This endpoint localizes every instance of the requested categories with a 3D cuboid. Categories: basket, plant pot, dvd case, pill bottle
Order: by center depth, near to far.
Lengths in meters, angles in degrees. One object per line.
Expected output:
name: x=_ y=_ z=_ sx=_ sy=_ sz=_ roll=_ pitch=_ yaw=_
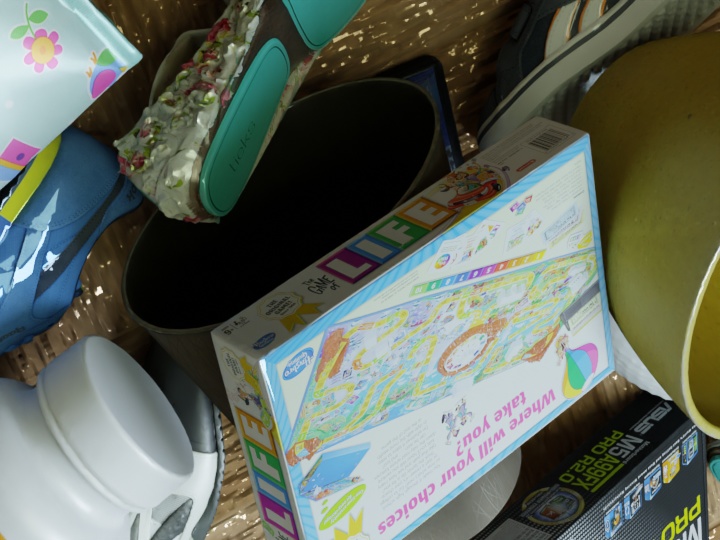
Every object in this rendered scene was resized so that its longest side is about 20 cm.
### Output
pill bottle: x=-0.180 y=0.122 z=0.784 sx=0.199 sy=0.111 sz=0.111 roll=-37 pitch=124 yaw=9
basket: x=-0.003 y=0.039 z=0.826 sx=0.180 sy=0.135 sz=0.201 roll=-44 pitch=129 yaw=-24
plant pot: x=0.181 y=-0.039 z=0.826 sx=0.199 sy=0.142 sz=0.202 roll=-26 pitch=136 yaw=-28
dvd case: x=0.000 y=0.000 z=0.897 sx=0.142 sy=0.018 sz=0.202 roll=-24 pitch=120 yaw=-16

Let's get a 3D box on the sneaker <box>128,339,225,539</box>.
sneaker: x=-0.127 y=0.123 z=0.856 sx=0.088 sy=0.074 sz=0.202 roll=4 pitch=110 yaw=-30

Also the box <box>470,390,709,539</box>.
box: x=0.139 y=0.189 z=0.991 sx=0.199 sy=0.044 sz=0.162 roll=-32 pitch=125 yaw=-39

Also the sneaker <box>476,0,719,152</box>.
sneaker: x=0.126 y=-0.140 z=0.868 sx=0.200 sy=0.080 sz=0.078 roll=-43 pitch=156 yaw=25

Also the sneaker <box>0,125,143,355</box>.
sneaker: x=-0.179 y=0.023 z=0.790 sx=0.078 sy=0.066 sz=0.201 roll=36 pitch=93 yaw=-34

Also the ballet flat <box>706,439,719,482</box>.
ballet flat: x=0.291 y=0.139 z=1.087 sx=0.200 sy=0.067 sz=0.064 roll=39 pitch=65 yaw=-34

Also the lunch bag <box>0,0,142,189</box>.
lunch bag: x=-0.220 y=-0.110 z=0.677 sx=0.170 sy=0.122 sz=0.200 roll=-45 pitch=129 yaw=1

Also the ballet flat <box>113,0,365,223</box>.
ballet flat: x=-0.053 y=-0.113 z=0.784 sx=0.201 sy=0.063 sz=0.076 roll=-59 pitch=150 yaw=-22

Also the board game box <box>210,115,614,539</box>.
board game box: x=0.032 y=0.037 z=0.743 sx=0.199 sy=0.034 sz=0.136 roll=-33 pitch=128 yaw=-30

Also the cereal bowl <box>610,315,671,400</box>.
cereal bowl: x=0.226 y=-0.008 z=0.968 sx=0.198 sy=0.083 sz=0.202 roll=-10 pitch=115 yaw=-22
